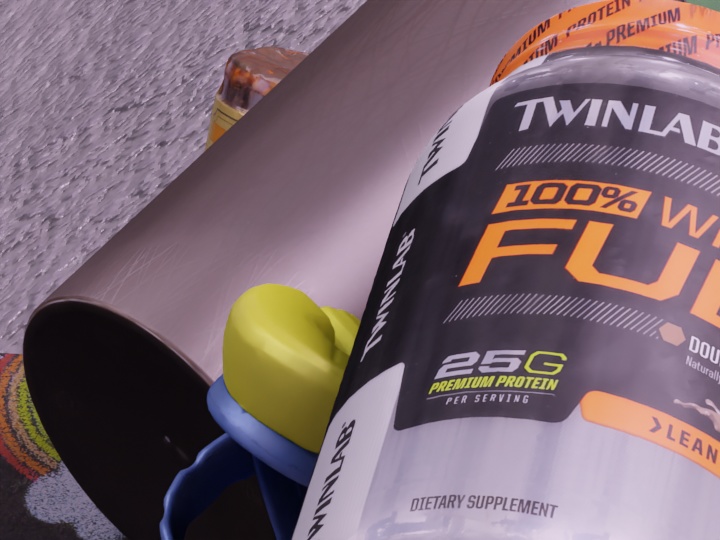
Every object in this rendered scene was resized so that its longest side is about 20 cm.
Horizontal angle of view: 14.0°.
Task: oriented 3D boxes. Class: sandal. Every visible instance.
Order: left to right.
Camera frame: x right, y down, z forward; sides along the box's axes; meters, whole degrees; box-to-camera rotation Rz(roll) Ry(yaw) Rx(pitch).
[{"bbox_3d":[0.012,0.072,0.833,0.087,0.200,0.079,-53,45,9],"label":"sandal"}]

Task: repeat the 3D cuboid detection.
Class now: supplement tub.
[{"bbox_3d":[0.056,0.034,0.708,0.122,0.123,0.201,-20,36,34],"label":"supplement tub"}]

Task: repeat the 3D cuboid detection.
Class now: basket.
[{"bbox_3d":[0.000,0.000,0.934,0.200,0.136,0.180,-41,-6,-31],"label":"basket"}]

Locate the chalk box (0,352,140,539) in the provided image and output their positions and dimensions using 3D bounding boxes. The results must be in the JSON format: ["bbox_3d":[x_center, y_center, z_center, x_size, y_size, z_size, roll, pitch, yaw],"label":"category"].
[{"bbox_3d":[-0.148,0.109,1.012,0.199,0.125,0.125,2,30,3],"label":"chalk box"}]

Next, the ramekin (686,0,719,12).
[{"bbox_3d":[0.129,-0.117,1.066,0.200,0.200,0.098,-41,30,-8],"label":"ramekin"}]

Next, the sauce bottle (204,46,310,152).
[{"bbox_3d":[-0.037,0.021,1.079,0.066,0.201,0.066,9,14,-2],"label":"sauce bottle"}]
